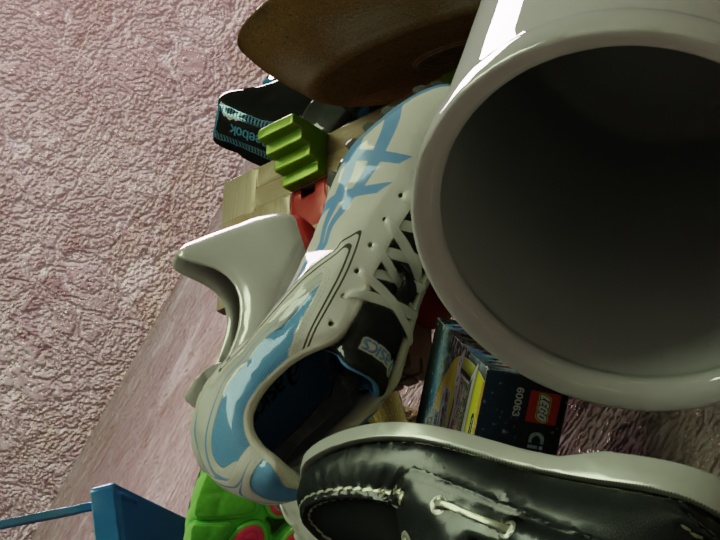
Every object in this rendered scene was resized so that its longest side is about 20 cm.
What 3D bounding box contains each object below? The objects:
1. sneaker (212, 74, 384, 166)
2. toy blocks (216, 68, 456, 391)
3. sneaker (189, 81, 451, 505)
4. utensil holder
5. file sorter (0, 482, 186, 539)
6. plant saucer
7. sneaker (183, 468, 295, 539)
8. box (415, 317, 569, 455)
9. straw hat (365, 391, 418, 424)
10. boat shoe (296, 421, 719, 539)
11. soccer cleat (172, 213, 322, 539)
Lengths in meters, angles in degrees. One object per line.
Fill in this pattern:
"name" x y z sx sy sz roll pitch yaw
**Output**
"sneaker" -0.015 -0.093 1.275 0.200 0.082 0.073 -27 -49 -71
"toy blocks" 0.000 0.000 1.121 0.200 0.100 0.137 -24 53 37
"sneaker" 0.004 0.011 0.966 0.072 0.072 0.200 19 74 47
"utensil holder" 0.120 -0.068 0.928 0.170 0.170 0.200 -55 9 34
"file sorter" -0.145 0.225 1.153 0.139 0.122 0.200 47 -147 -70
"plant saucer" 0.042 -0.119 1.099 0.200 0.200 0.036 141 116 -67
"sneaker" -0.056 0.137 1.107 0.084 0.077 0.200 -109 35 -69
"box" 0.041 0.129 0.991 0.137 0.038 0.200 -128 49 -80
"straw hat" 0.007 0.110 1.226 0.201 0.085 0.201 -5 84 58
"boat shoe" 0.050 0.102 0.853 0.200 0.076 0.060 -2 50 40
"soccer cleat" -0.033 0.071 1.023 0.069 0.085 0.200 125 136 -70
